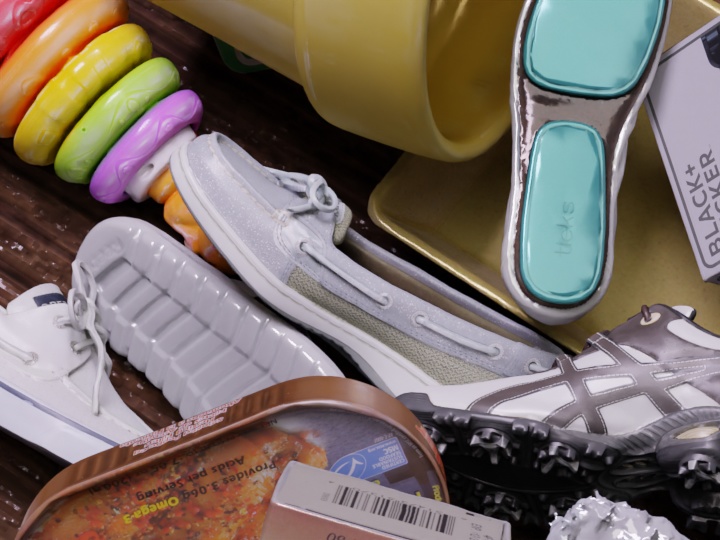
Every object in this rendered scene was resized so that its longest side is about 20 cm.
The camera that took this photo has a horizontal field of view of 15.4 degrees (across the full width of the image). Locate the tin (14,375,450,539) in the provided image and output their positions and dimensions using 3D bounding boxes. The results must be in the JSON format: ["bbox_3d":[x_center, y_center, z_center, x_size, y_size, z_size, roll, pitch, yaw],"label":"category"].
[{"bbox_3d":[-0.057,0.117,1.157,0.200,0.042,0.112,-21,106,9],"label":"tin"}]

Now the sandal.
[{"bbox_3d":[-0.051,0.045,1.233,0.203,0.082,0.050,46,28,19],"label":"sandal"}]

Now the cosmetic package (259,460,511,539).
[{"bbox_3d":[-0.012,0.192,1.093,0.103,0.087,0.200,14,99,3],"label":"cosmetic package"}]

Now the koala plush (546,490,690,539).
[{"bbox_3d":[0.148,0.186,1.119,0.200,0.177,0.184,27,55,11],"label":"koala plush"}]

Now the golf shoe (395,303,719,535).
[{"bbox_3d":[0.111,0.061,1.178,0.200,0.078,0.095,5,55,12],"label":"golf shoe"}]

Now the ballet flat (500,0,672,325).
[{"bbox_3d":[0.097,-0.071,1.222,0.069,0.069,0.200,10,78,3],"label":"ballet flat"}]

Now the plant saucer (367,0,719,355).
[{"bbox_3d":[0.136,-0.037,1.283,0.200,0.048,0.200,33,68,14],"label":"plant saucer"}]

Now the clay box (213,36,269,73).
[{"bbox_3d":[0.010,-0.180,1.347,0.200,0.048,0.115,-18,67,-11],"label":"clay box"}]

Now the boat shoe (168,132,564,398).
[{"bbox_3d":[0.001,0.001,1.215,0.202,0.074,0.065,41,102,-4],"label":"boat shoe"}]

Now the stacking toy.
[{"bbox_3d":[-0.119,-0.073,1.271,0.200,0.116,0.110,44,73,5],"label":"stacking toy"}]

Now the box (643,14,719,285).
[{"bbox_3d":[0.227,-0.083,1.179,0.060,0.200,0.117,11,56,-45],"label":"box"}]

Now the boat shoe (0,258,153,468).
[{"bbox_3d":[-0.147,0.034,1.221,0.202,0.075,0.086,29,84,18],"label":"boat shoe"}]

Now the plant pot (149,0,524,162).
[{"bbox_3d":[-0.011,-0.169,1.223,0.189,0.201,0.201,18,64,22],"label":"plant pot"}]
